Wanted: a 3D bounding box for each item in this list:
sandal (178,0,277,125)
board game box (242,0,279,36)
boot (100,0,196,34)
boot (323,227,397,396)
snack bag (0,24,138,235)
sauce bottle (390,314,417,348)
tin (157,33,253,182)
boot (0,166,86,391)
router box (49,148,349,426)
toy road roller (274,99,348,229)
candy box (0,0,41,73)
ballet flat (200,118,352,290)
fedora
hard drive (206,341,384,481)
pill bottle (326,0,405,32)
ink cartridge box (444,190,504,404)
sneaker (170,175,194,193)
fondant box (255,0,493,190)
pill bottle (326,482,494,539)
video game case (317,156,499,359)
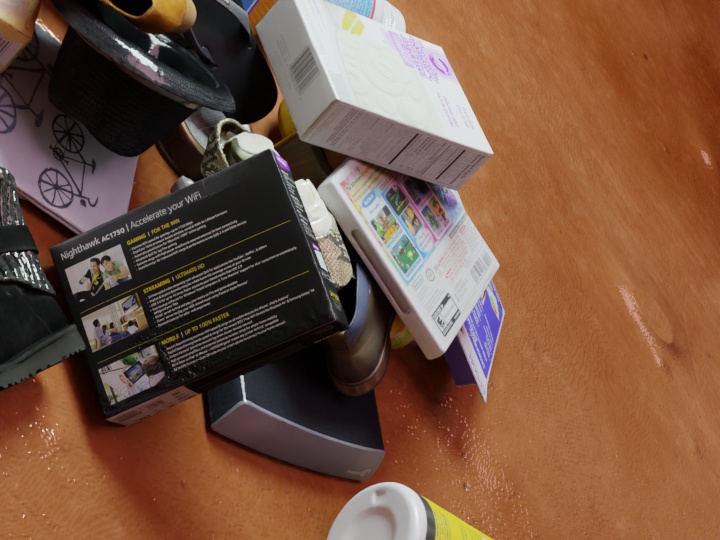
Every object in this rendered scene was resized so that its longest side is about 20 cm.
[{"bbox_3d":[-0.127,-0.214,1.492,0.201,0.076,0.043,56,-1,-32],"label":"sandal"},{"bbox_3d":[-0.140,-0.353,1.557,0.200,0.200,0.200,39,16,-27],"label":"board game box"},{"bbox_3d":[-0.215,-0.271,1.365,0.201,0.071,0.144,46,7,8],"label":"boot"},{"bbox_3d":[0.000,0.000,1.497,0.097,0.074,0.202,69,22,-60],"label":"boot"},{"bbox_3d":[-0.262,-0.124,1.417,0.200,0.021,0.190,37,38,-31],"label":"snack bag"},{"bbox_3d":[-0.016,0.032,1.597,0.199,0.065,0.065,13,54,-45],"label":"sauce bottle"},{"bbox_3d":[-0.167,-0.172,1.579,0.201,0.042,0.112,61,27,2],"label":"tin"},{"bbox_3d":[-0.291,0.015,1.199,0.159,0.079,0.211,66,21,-2],"label":"boot"},{"bbox_3d":[-0.127,0.014,1.321,0.051,0.199,0.150,43,25,-74],"label":"router box"},{"bbox_3d":[-0.036,-0.125,1.641,0.200,0.122,0.147,-2,66,-60],"label":"toy road roller"},{"bbox_3d":[-0.348,-0.259,1.352,0.199,0.056,0.117,30,42,-26],"label":"candy box"},{"bbox_3d":[-0.074,-0.065,1.460,0.067,0.076,0.200,-19,49,-32],"label":"ballet flat"},{"bbox_3d":[-0.198,-0.155,1.399,0.200,0.092,0.201,35,10,-7],"label":"fedora"},{"bbox_3d":[-0.056,0.104,1.497,0.199,0.042,0.136,25,45,-43],"label":"hard drive"},{"bbox_3d":[-0.046,-0.279,1.770,0.199,0.108,0.110,25,45,-43],"label":"pill bottle"},{"bbox_3d":[0.088,0.009,1.714,0.200,0.043,0.199,-70,140,-63],"label":"ink cartridge box"},{"bbox_3d":[-0.148,-0.008,1.447,0.075,0.105,0.200,35,9,-24],"label":"sneaker"},{"bbox_3d":[0.013,-0.163,1.532,0.199,0.058,0.145,16,41,-42],"label":"fondant box"},{"bbox_3d":[0.071,0.273,1.469,0.200,0.114,0.115,36,38,-35],"label":"pill bottle"},{"bbox_3d":[0.048,-0.037,1.544,0.183,0.024,0.200,56,29,-9],"label":"video game case"}]
